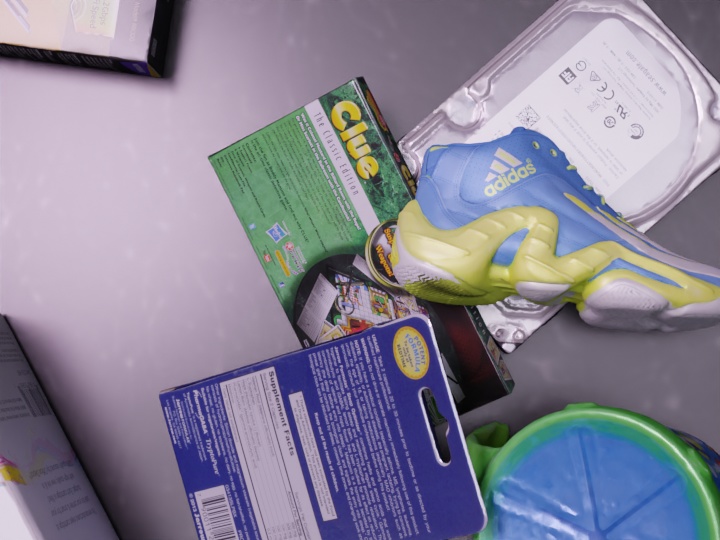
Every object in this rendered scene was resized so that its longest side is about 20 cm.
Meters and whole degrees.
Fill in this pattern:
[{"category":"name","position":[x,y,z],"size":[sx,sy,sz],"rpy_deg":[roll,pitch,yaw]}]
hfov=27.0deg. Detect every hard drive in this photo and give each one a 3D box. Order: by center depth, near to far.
[{"category":"hard drive","position":[0.115,-0.066,0.885],"size":[0.200,0.038,0.140],"rpy_deg":[-41,86,0]}]

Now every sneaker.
[{"category":"sneaker","position":[0.119,-0.027,0.826],"size":[0.200,0.076,0.105],"rpy_deg":[9,76,-11]}]

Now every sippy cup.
[{"category":"sippy cup","position":[0.147,0.138,0.814],"size":[0.140,0.130,0.178],"rpy_deg":[-36,73,23]}]

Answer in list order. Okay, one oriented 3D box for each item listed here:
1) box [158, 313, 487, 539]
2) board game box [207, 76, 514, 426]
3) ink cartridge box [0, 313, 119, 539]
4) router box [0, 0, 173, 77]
[{"category":"box","position":[-0.019,0.102,0.833],"size":[0.200,0.032,0.121],"rpy_deg":[-19,85,36]},{"category":"board game box","position":[0.000,0.000,0.869],"size":[0.105,0.023,0.200],"rpy_deg":[-25,92,22]},{"category":"ink cartridge box","position":[-0.209,0.128,0.832],"size":[0.087,0.145,0.200],"rpy_deg":[-30,86,1]},{"category":"router box","position":[-0.185,-0.226,0.898],"size":[0.157,0.052,0.200],"rpy_deg":[7,87,3]}]
